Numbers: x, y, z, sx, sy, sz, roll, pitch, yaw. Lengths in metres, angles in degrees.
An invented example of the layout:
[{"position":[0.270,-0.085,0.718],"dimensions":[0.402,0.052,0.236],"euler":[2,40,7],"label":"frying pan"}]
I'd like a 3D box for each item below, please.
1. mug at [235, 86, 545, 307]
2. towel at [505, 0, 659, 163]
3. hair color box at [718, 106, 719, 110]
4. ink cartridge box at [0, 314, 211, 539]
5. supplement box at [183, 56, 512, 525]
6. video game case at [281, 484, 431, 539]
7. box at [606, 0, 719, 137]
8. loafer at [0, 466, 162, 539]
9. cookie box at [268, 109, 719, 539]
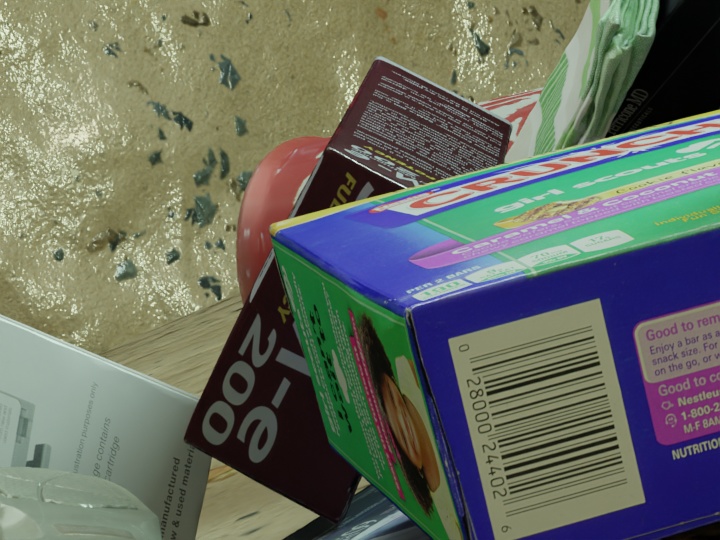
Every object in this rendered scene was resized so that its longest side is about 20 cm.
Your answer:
[{"position":[0.075,-0.021,1.282],"dimensions":[0.199,0.134,0.177],"euler":[-16,8,37],"label":"mug"},{"position":[0.058,-0.033,1.093],"dimensions":[0.153,0.023,0.201],"euler":[-73,8,-63],"label":"towel"},{"position":[0.188,-0.040,0.924],"dimensions":[0.061,0.100,0.200],"euler":[-65,12,-10],"label":"hair color box"},{"position":[-0.171,0.060,0.993],"dimensions":[0.199,0.083,0.146],"euler":[25,-26,-31],"label":"ink cartridge box"},{"position":[0.000,0.000,1.010],"dimensions":[0.109,0.061,0.200],"euler":[-63,2,12],"label":"supplement box"},{"position":[0.048,0.069,0.894],"dimensions":[0.199,0.019,0.143],"euler":[-21,3,34],"label":"video game case"},{"position":[0.178,-0.089,1.052],"dimensions":[0.200,0.141,0.079],"euler":[127,163,-67],"label":"box"},{"position":[-0.079,0.106,0.848],"dimensions":[0.072,0.063,0.200],"euler":[7,8,-13],"label":"loafer"},{"position":[0.078,0.010,0.800],"dimensions":[0.170,0.076,0.200],"euler":[-15,8,-10],"label":"cookie box"}]
